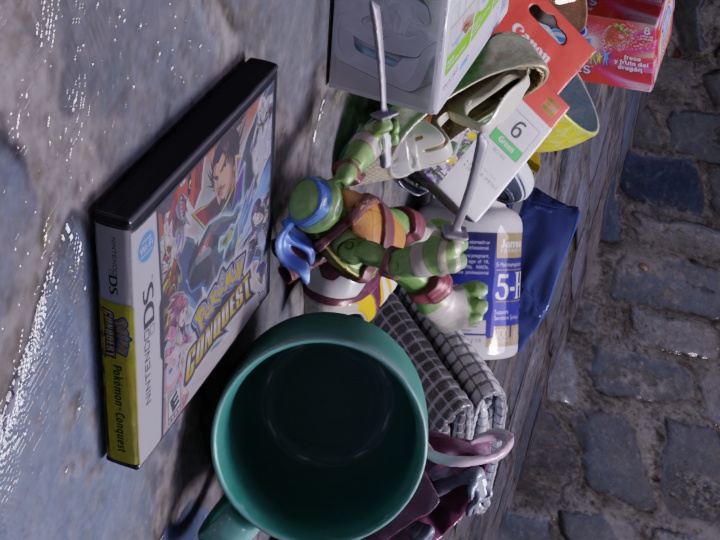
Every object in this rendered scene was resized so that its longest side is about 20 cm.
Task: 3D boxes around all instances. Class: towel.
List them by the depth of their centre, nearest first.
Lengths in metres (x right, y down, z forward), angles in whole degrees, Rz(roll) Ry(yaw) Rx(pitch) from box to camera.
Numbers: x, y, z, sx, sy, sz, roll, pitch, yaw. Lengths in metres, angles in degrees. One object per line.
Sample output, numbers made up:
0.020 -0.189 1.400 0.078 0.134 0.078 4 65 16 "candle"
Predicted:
0.059 0.135 1.310 0.085 0.166 0.201 -19 139 -23 "towel"

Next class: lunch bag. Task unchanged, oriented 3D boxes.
0.170 -0.007 1.639 0.136 0.131 0.201 114 0 -60 "lunch bag"

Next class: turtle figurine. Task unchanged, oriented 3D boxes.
0.045 -0.046 0.972 0.201 0.143 0.194 -59 146 -6 "turtle figurine"

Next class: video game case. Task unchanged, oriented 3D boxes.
-0.102 -0.008 0.830 0.200 0.025 0.182 -56 156 -51 "video game case"

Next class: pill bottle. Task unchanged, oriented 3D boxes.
0.110 -0.013 1.402 0.120 0.118 0.203 -12 105 -73 "pill bottle"

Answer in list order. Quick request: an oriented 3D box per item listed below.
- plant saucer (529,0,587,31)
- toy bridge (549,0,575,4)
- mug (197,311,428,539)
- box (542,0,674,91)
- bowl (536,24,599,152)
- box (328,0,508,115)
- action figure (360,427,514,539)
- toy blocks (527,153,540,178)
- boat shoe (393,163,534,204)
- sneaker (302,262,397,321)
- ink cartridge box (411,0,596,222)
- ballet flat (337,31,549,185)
0.149 -0.307 1.249 0.200 0.036 0.202 90 -26 -87 "plant saucer"
0.128 -0.300 1.143 0.027 0.200 0.068 -13 130 -20 "toy bridge"
-0.042 0.112 0.975 0.114 0.183 0.154 -79 154 -78 "mug"
0.230 -0.274 1.440 0.096 0.198 0.100 80 29 -50 "box"
0.136 -0.189 1.325 0.107 0.201 0.200 -33 -179 22 "bowl"
0.059 -0.250 1.038 0.200 0.096 0.178 -57 157 -49 "box"
0.003 0.134 1.076 0.133 0.200 0.150 -15 142 -39 "action figure"
0.195 -0.185 1.543 0.137 0.099 0.200 -54 174 -12 "toy blocks"
0.088 -0.097 1.274 0.200 0.070 0.092 39 72 -42 "boat shoe"
0.000 0.000 1.146 0.200 0.074 0.091 -7 118 -67 "sneaker"
0.120 -0.154 1.179 0.200 0.109 0.050 -50 -165 -3 "ink cartridge box"
0.071 -0.126 1.103 0.199 0.062 0.068 -39 148 -8 "ballet flat"
